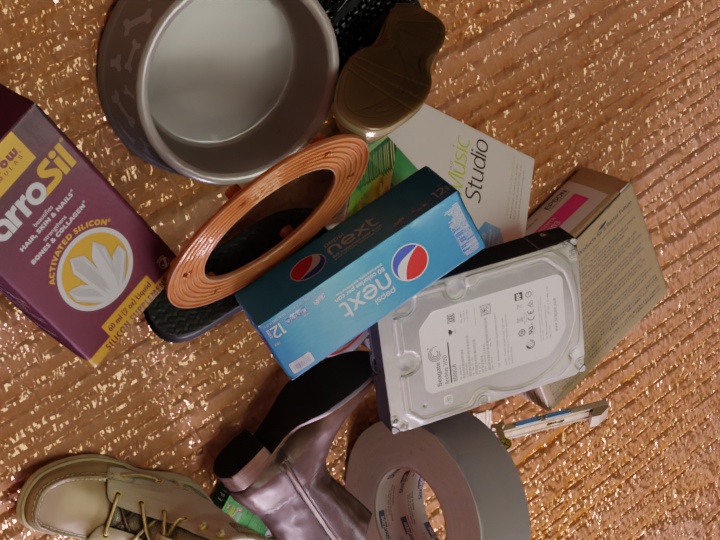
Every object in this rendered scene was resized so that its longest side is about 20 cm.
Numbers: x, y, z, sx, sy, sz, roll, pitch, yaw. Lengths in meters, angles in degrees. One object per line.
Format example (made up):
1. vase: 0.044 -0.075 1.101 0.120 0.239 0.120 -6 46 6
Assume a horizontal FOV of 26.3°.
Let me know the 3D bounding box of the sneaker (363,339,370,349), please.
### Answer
1. sneaker: 0.080 0.012 1.488 0.200 0.072 0.072 -38 131 -22

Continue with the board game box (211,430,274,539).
1. board game box: -0.114 0.257 1.453 0.105 0.023 0.201 31 87 -44

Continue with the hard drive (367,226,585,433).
1. hard drive: 0.105 0.053 1.375 0.199 0.038 0.140 -15 116 -17

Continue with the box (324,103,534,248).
1. box: 0.067 -0.071 1.390 0.199 0.036 0.145 22 65 -29

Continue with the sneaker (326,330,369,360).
1. sneaker: 0.002 -0.018 1.404 0.200 0.070 0.093 -55 140 -6

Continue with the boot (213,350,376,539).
1. boot: -0.022 0.190 1.441 0.186 0.064 0.200 -37 128 -3

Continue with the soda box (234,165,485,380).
1. soda box: 0.000 0.000 1.288 0.200 0.068 0.064 -34 121 -7

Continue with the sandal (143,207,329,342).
1. sandal: -0.096 0.002 1.335 0.200 0.048 0.076 -22 80 -18

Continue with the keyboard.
1. keyboard: -0.020 -0.195 1.330 0.200 0.040 0.104 -46 133 -18

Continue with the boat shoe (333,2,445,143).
1. boat shoe: 0.021 -0.154 1.298 0.065 0.071 0.200 -59 179 38

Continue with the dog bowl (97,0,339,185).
1. dog bowl: -0.106 -0.160 1.230 0.199 0.059 0.201 -14 120 -25

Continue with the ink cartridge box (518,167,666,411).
1. ink cartridge box: 0.216 0.018 1.609 0.200 0.075 0.165 -42 129 -19

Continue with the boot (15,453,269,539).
1. boot: -0.173 0.219 1.290 0.200 0.154 0.072 14 98 -44

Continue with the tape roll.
1. tape roll: 0.071 0.233 1.484 0.066 0.200 0.201 -11 115 -38

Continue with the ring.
1. ring: -0.075 -0.042 1.220 0.200 0.019 0.201 -37 165 -12

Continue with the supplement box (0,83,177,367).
1. supplement box: -0.242 -0.034 1.167 0.110 0.086 0.200 -50 133 -13

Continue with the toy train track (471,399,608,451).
1. toy train track: 0.165 0.175 1.599 0.199 0.033 0.115 -14 149 -9
